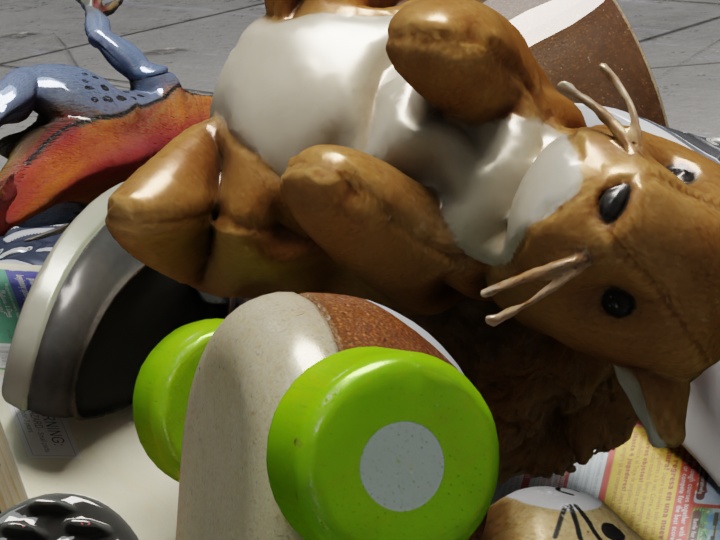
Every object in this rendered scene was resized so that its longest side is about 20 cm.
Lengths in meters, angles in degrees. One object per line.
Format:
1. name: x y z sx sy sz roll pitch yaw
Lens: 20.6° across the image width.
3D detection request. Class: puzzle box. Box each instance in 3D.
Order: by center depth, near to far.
1. puzzle box: -0.075 0.060 0.736 0.133 0.025 0.200 4 29 -25

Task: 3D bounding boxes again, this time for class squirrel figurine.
1. squirrel figurine: 0.050 -0.015 0.641 0.186 0.142 0.200 20 -17 28

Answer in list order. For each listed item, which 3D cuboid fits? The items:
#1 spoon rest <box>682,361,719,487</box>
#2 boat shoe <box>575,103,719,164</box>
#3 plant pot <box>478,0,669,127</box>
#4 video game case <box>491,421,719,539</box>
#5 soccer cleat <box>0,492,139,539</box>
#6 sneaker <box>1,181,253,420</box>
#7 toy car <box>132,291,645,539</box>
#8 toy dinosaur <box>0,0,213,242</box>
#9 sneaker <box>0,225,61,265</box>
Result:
1. spoon rest: 0.140 0.041 0.710 0.099 0.061 0.200 -11 29 6
2. boat shoe: 0.164 -0.030 0.922 0.200 0.072 0.068 21 21 32
3. plant pot: 0.031 -0.059 1.036 0.200 0.187 0.187 -24 22 -15
4. video game case: 0.116 0.061 0.740 0.199 0.017 0.143 1 45 20
5. soccer cleat: -0.141 0.141 0.549 0.200 0.068 0.073 -38 -15 -20
6. sneaker: -0.043 0.015 0.729 0.106 0.075 0.200 26 26 15
7. toy car: 0.047 0.089 0.577 0.199 0.158 0.164 3 0 -21
8. toy dinosaur: -0.094 -0.037 0.775 0.181 0.105 0.200 -3 31 -29
9. sneaker: -0.181 0.008 1.007 0.200 0.070 0.108 16 24 42
